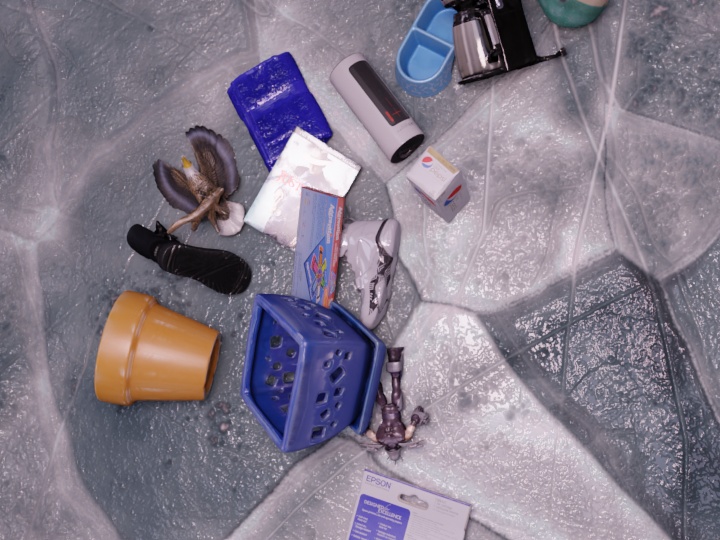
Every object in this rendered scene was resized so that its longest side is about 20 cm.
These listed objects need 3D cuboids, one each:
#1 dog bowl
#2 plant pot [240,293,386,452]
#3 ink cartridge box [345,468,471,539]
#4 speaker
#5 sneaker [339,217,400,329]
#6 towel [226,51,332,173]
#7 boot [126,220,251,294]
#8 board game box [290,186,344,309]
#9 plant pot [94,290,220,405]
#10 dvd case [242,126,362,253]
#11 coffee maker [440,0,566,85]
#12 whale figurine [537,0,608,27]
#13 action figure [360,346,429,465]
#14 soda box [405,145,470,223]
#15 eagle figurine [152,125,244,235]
[{"bbox_3d":[0.135,-0.416,1.477,0.111,0.050,0.201,30,91,15],"label":"dog bowl"},{"bbox_3d":[-0.074,0.161,1.345,0.200,0.178,0.202,37,120,52],"label":"plant pot"},{"bbox_3d":[0.075,0.464,1.385,0.196,0.047,0.202,15,85,16],"label":"ink cartridge box"},{"bbox_3d":[0.030,-0.293,1.471,0.081,0.081,0.201,-37,76,6],"label":"speaker"},{"bbox_3d":[0.000,0.000,1.446,0.114,0.075,0.202,9,81,16],"label":"sneaker"},{"bbox_3d":[-0.155,-0.301,1.530,0.147,0.050,0.201,-30,77,9],"label":"towel"},{"bbox_3d":[-0.319,-0.028,1.511,0.168,0.199,0.077,28,98,49],"label":"boot"},{"bbox_3d":[-0.077,-0.040,1.440,0.102,0.019,0.202,22,110,45],"label":"board game box"},{"bbox_3d":[-0.354,0.154,1.458,0.181,0.200,0.203,12,86,-1],"label":"plant pot"},{"bbox_3d":[-0.107,-0.141,1.490,0.145,0.022,0.201,31,92,-2],"label":"dvd case"},{"bbox_3d":[0.231,-0.441,1.399,0.191,0.134,0.202,-21,102,-31],"label":"coffee maker"},{"bbox_3d":[0.333,-0.497,1.407,0.199,0.159,0.104,37,130,15],"label":"whale figurine"},{"bbox_3d":[0.053,0.236,1.408,0.128,0.069,0.203,-6,85,5],"label":"action figure"},{"bbox_3d":[0.134,-0.140,1.364,0.068,0.200,0.064,41,93,14],"label":"soda box"},{"bbox_3d":[-0.302,-0.165,1.521,0.150,0.200,0.152,-3,123,-21],"label":"eagle figurine"}]
